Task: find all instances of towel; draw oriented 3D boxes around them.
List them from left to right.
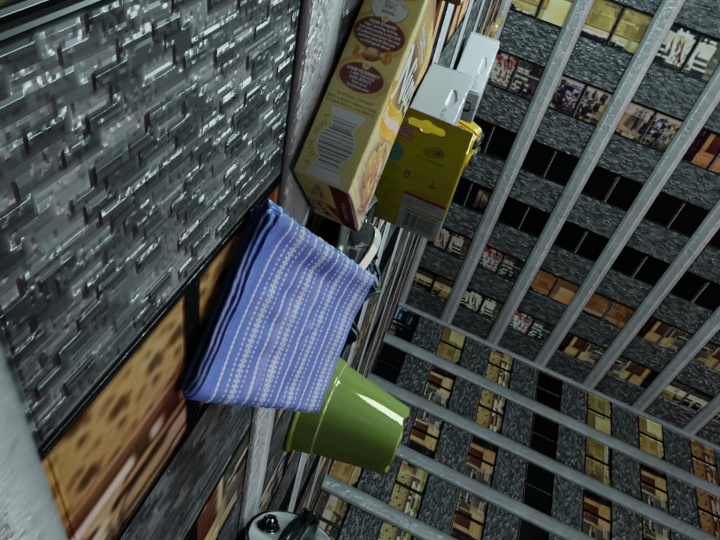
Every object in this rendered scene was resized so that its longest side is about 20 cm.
[{"bbox_3d":[-0.053,0.044,0.467,0.199,0.023,0.149,33,78,-62],"label":"towel"}]

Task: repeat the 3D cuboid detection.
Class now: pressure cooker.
[{"bbox_3d":[-0.122,0.470,0.860,0.175,0.174,0.207,32,-77,58],"label":"pressure cooker"}]

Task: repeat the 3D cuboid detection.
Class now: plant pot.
[{"bbox_3d":[-0.014,0.270,1.032,0.200,0.184,0.207,22,90,-84],"label":"plant pot"}]

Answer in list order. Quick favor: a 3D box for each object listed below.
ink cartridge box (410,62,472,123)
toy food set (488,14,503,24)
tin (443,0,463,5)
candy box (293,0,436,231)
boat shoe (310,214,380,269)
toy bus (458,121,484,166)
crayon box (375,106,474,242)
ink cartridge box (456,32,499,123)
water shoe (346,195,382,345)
[{"bbox_3d":[0.124,-0.240,1.025,0.202,0.080,0.149,100,14,-58],"label":"ink cartridge box"},{"bbox_3d":[0.482,-0.852,2.165,0.198,0.047,0.206,77,34,-78],"label":"toy food set"},{"bbox_3d":[0.143,-0.445,0.766,0.115,0.041,0.200,-64,173,-4],"label":"tin"},{"bbox_3d":[0.009,-0.151,0.506,0.116,0.054,0.206,70,42,-80],"label":"candy box"},{"bbox_3d":[-0.054,0.018,0.559,0.068,0.070,0.204,47,65,-42],"label":"boat shoe"},{"bbox_3d":[0.303,-0.392,1.886,0.194,0.134,0.201,-50,167,-13],"label":"toy bus"},{"bbox_3d":[0.081,-0.145,0.796,0.203,0.123,0.052,104,12,-51],"label":"crayon box"},{"bbox_3d":[0.295,-0.508,1.509,0.200,0.080,0.150,49,63,-82],"label":"ink cartridge box"},{"bbox_3d":[0.000,0.000,0.785,0.071,0.076,0.207,-25,136,-80],"label":"water shoe"}]
